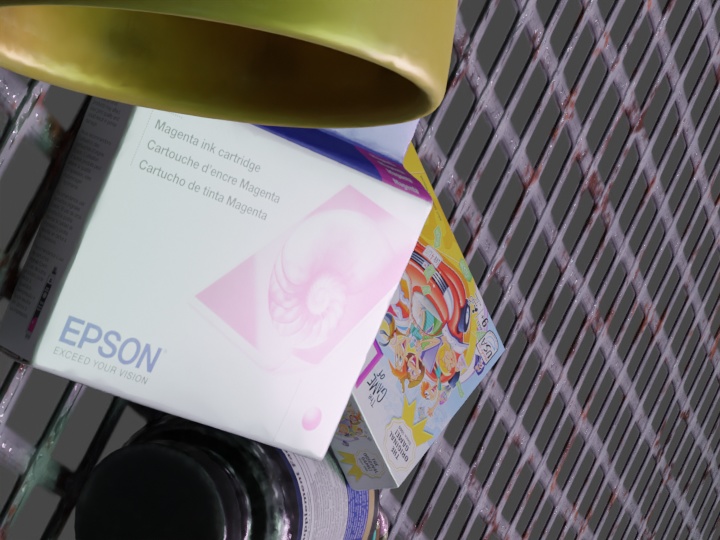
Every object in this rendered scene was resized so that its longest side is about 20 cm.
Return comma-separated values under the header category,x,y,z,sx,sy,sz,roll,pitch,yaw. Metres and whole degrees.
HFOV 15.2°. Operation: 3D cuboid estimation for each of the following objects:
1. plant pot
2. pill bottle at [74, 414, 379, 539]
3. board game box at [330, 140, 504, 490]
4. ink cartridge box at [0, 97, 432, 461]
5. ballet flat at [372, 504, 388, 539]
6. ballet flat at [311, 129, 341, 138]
category,x,y,z,sx,sy,sz,roll,pitch,yaw
plant pot,-0.053,-0.170,1.074,0.201,0.201,0.189,29,68,-71
pill bottle,-0.072,0.129,1.448,0.200,0.112,0.112,0,111,-69
board game box,0.000,0.000,1.467,0.134,0.034,0.200,-49,122,-43
ink cartridge box,-0.057,-0.025,1.298,0.196,0.043,0.200,21,93,-42
ballet flat,-0.022,0.220,1.772,0.071,0.069,0.200,-73,177,-68
ballet flat,-0.029,-0.119,1.364,0.070,0.067,0.200,71,39,-63
